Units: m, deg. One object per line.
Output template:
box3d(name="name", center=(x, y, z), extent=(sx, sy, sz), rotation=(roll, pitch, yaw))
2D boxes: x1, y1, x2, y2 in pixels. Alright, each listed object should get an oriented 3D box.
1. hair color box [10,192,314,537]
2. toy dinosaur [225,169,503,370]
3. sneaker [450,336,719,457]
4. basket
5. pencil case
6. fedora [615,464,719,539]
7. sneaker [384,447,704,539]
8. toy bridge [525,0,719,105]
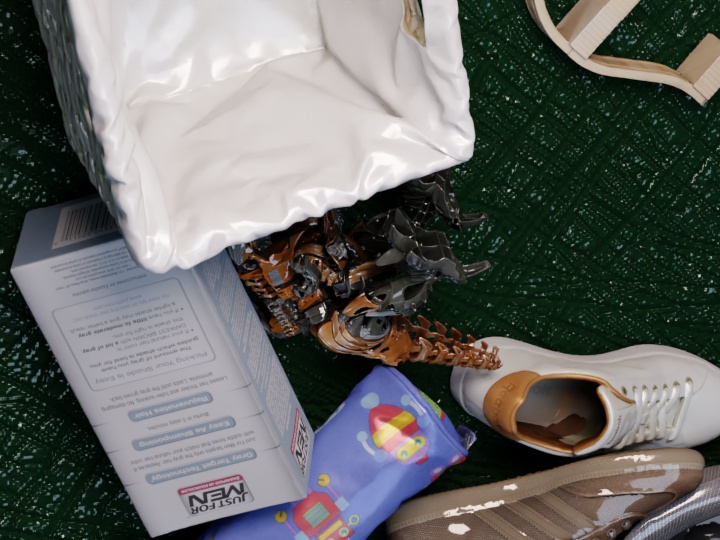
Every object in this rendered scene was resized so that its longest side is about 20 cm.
box3d(name="hair color box", center=(-0.108, 0.048, 1.596), extent=(0.099, 0.061, 0.200), rotation=(-15, 122, 14))
box3d(name="toy dinosaur", center=(0.000, 0.000, 1.638), extent=(0.200, 0.102, 0.136), rotation=(16, 131, -43))
box3d(name="sneaker", center=(0.157, 0.090, 1.742), extent=(0.199, 0.085, 0.073), rotation=(4, 110, -27))
box3d(name="basket", center=(-0.069, -0.139, 1.486), extent=(0.199, 0.161, 0.199), rotation=(-20, 120, -15))
box3d(name="pencil case", center=(-0.027, 0.141, 1.684), extent=(0.200, 0.087, 0.078), rotation=(-42, 98, 0))
box3d(name="fedora", center=(0.224, 0.189, 1.813), extent=(0.199, 0.090, 0.177), rotation=(-22, 120, -5))
box3d(name="sneaker", center=(0.117, 0.159, 1.732), extent=(0.199, 0.070, 0.076), rotation=(-13, 83, 9))
box3d(name="toy bridge", center=(0.141, -0.152, 1.652), extent=(0.067, 0.027, 0.200), rotation=(-48, 123, 6))
